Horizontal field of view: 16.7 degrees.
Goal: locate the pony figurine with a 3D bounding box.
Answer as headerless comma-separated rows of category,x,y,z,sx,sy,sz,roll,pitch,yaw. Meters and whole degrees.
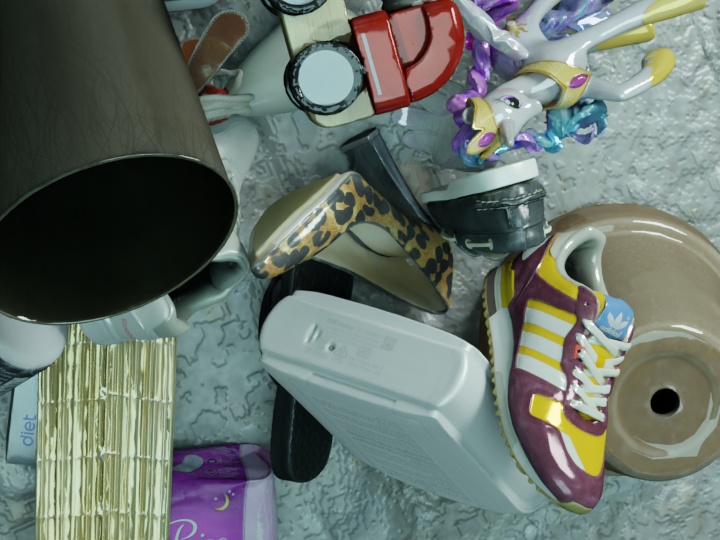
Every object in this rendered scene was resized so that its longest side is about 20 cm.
pony figurine,0.108,-0.146,1.665,0.200,0.193,0.167,-31,123,-21

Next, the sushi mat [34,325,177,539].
sushi mat,-0.178,0.130,1.706,0.096,0.012,0.200,2,102,-3

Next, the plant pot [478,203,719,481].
plant pot,0.194,0.065,1.725,0.200,0.175,0.200,-2,104,-6

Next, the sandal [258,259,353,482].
sandal,-0.048,0.050,1.744,0.048,0.075,0.200,10,96,32

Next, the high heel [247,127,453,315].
high heel,0.000,0.000,1.682,0.071,0.200,0.143,-19,106,35

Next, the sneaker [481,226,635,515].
sneaker,0.138,0.060,1.597,0.090,0.200,0.075,-32,141,27

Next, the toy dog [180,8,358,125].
toy dog,-0.072,-0.152,1.664,0.200,0.132,0.096,-13,90,-34

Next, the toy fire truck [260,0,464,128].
toy fire truck,0.034,-0.197,1.565,0.200,0.129,0.176,-16,94,-3

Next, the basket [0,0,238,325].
basket,-0.170,-0.093,1.538,0.180,0.200,0.136,-34,138,26

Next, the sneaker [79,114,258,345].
sneaker,-0.107,-0.024,1.670,0.200,0.099,0.078,-62,144,-27

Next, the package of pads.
package of pads,-0.119,0.230,1.780,0.120,0.076,0.200,-3,105,-8

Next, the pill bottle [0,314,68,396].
pill bottle,-0.302,0.059,1.672,0.200,0.106,0.106,-29,108,31

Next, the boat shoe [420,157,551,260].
boat shoe,0.085,-0.036,1.668,0.076,0.200,0.060,-14,90,-1

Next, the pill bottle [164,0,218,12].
pill bottle,-0.146,-0.229,1.634,0.200,0.120,0.120,-8,105,-5

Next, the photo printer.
photo printer,0.040,0.097,1.694,0.069,0.166,0.200,-62,144,-16

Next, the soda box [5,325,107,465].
soda box,-0.206,0.037,1.725,0.068,0.063,0.200,7,104,-9
